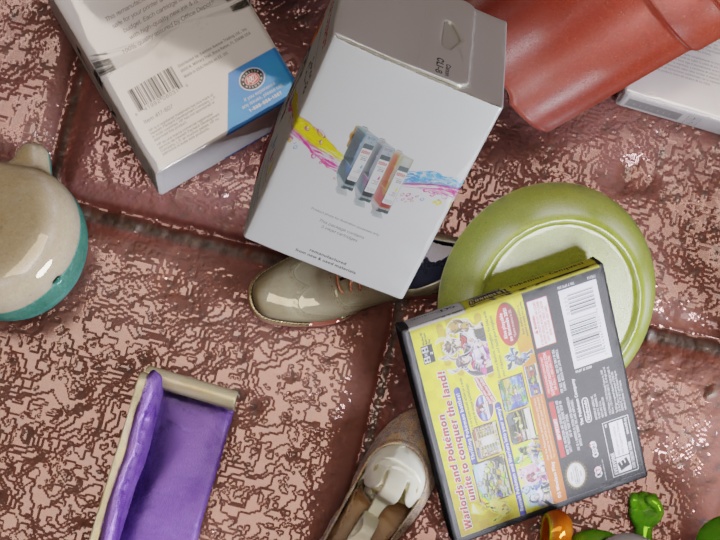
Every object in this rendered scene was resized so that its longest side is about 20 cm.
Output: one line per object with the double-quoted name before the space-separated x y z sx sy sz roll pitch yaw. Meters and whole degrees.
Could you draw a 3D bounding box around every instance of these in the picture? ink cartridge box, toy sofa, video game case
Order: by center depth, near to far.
"ink cartridge box" 0.013 -0.115 1.333 0.143 0.146 0.201 22 124 -9
"toy sofa" -0.166 0.186 1.376 0.082 0.098 0.202 16 79 -1
"video game case" 0.137 0.109 1.404 0.179 0.026 0.202 -18 109 -9
"ink cartridge box" -0.162 -0.193 1.445 0.145 0.084 0.201 -29 83 -9
"ink cartridge box" 0.346 -0.209 1.506 0.198 0.045 0.178 16 80 -2

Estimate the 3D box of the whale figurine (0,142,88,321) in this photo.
"whale figurine" -0.314 -0.038 1.416 0.199 0.104 0.160 34 79 27

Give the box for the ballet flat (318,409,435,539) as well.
"ballet flat" 0.013 0.204 1.401 0.068 0.067 0.201 30 79 1

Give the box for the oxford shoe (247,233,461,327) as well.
"oxford shoe" 0.000 0.000 1.430 0.198 0.074 0.072 -14 82 -6

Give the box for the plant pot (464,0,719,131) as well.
"plant pot" 0.193 -0.231 1.411 0.194 0.200 0.202 -34 84 20

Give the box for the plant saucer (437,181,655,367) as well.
"plant saucer" 0.164 0.027 1.419 0.198 0.031 0.203 -4 104 -14

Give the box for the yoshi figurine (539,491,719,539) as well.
"yoshi figurine" 0.254 0.237 1.396 0.197 0.112 0.114 7 73 -6
